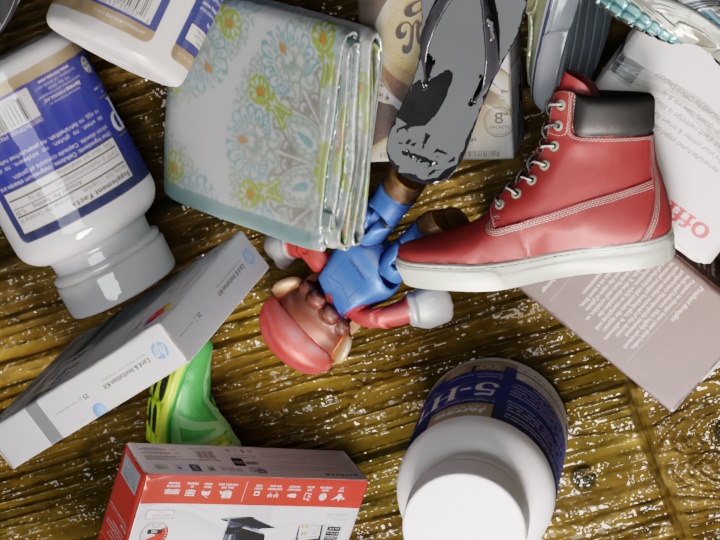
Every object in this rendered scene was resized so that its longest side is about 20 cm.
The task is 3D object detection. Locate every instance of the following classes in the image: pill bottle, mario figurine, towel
[{"bbox_3d":[0.090,0.153,1.555,0.119,0.200,0.120,3,108,9],"label":"pill bottle"},{"bbox_3d":[-0.227,-0.072,1.575,0.119,0.120,0.201,-23,103,17],"label":"pill bottle"},{"bbox_3d":[0.000,0.000,1.587,0.106,0.124,0.200,19,130,-37],"label":"mario figurine"},{"bbox_3d":[-0.137,-0.244,1.491,0.111,0.111,0.201,25,87,1],"label":"pill bottle"},{"bbox_3d":[-0.070,-0.116,1.539,0.199,0.048,0.172,19,111,38],"label":"towel"}]

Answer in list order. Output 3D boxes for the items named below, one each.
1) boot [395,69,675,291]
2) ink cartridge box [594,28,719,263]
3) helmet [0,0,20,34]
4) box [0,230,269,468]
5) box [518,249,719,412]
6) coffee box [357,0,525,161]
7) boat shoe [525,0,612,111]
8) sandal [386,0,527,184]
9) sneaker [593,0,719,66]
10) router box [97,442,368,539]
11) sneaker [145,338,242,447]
[{"bbox_3d":[0.115,-0.065,1.460,0.199,0.072,0.145,-10,106,5],"label":"boot"},{"bbox_3d":[0.253,-0.129,1.493,0.145,0.084,0.200,35,110,-1],"label":"ink cartridge box"},{"bbox_3d":[-0.332,-0.244,1.507,0.199,0.201,0.191,-15,145,15],"label":"helmet"},{"bbox_3d":[-0.177,0.060,1.577,0.200,0.156,0.041,-33,101,32],"label":"box"},{"bbox_3d":[0.192,0.000,1.555,0.200,0.075,0.100,40,110,-2],"label":"box"},{"bbox_3d":[0.058,-0.186,1.513,0.112,0.080,0.201,-1,108,12],"label":"coffee box"},{"bbox_3d":[0.147,-0.215,1.503,0.062,0.072,0.201,19,109,30],"label":"boat shoe"},{"bbox_3d":[0.070,-0.153,1.455,0.076,0.043,0.201,14,110,4],"label":"sandal"},{"bbox_3d":[0.261,-0.177,1.392,0.199,0.078,0.087,24,105,3],"label":"sneaker"},{"bbox_3d":[-0.111,0.228,1.641,0.199,0.049,0.180,4,114,-31],"label":"router box"},{"bbox_3d":[-0.130,0.139,1.670,0.083,0.074,0.201,-2,107,-14],"label":"sneaker"}]
